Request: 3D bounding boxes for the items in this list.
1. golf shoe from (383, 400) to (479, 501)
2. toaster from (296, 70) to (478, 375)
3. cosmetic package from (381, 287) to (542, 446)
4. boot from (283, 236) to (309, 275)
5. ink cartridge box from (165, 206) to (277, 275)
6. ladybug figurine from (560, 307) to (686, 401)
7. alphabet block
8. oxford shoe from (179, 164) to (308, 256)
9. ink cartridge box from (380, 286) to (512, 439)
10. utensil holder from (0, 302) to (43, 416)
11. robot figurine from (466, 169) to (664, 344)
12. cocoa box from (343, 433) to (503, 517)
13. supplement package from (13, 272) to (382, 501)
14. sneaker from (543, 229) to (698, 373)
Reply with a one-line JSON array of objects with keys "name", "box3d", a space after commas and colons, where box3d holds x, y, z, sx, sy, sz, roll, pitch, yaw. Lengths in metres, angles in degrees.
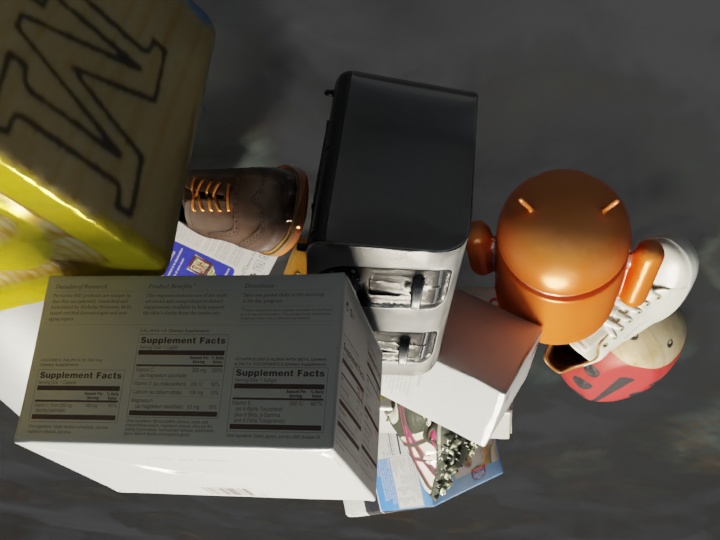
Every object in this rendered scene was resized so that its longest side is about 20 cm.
[{"name": "golf shoe", "box3d": [0.071, 0.155, 0.932, 0.087, 0.077, 0.201, 31, 152, 22]}, {"name": "toaster", "box3d": [0.019, -0.037, 0.739, 0.117, 0.202, 0.182, 7, 145, 0]}, {"name": "cosmetic package", "box3d": [0.048, 0.060, 0.836, 0.198, 0.102, 0.075, 27, 131, 17]}, {"name": "boot", "box3d": [0.000, 0.000, 0.935, 0.143, 0.071, 0.203, 31, 123, 9]}, {"name": "ink cartridge box", "box3d": [-0.169, -0.032, 0.880, 0.199, 0.096, 0.037, 26, -175, -37]}, {"name": "ladybug figurine", "box3d": [0.287, 0.095, 1.061, 0.134, 0.073, 0.201, 8, 153, -6]}, {"name": "alphabet block", "box3d": [-0.233, -0.111, 0.619, 0.193, 0.203, 0.196, -12, 148, 31]}, {"name": "oxford shoe", "box3d": [-0.105, -0.051, 0.771, 0.072, 0.073, 0.199, 8, 175, -30]}, {"name": "ink cartridge box", "box3d": [0.068, 0.097, 1.027, 0.197, 0.147, 0.088, 2, 153, 8]}, {"name": "utensil holder", "box3d": [-0.280, 0.066, 0.902, 0.168, 0.171, 0.201, -12, 132, 32]}, {"name": "robot figurine", "box3d": [0.176, -0.010, 0.831, 0.144, 0.116, 0.201, 44, 166, 25]}, {"name": "cocoa box", "box3d": [0.074, 0.220, 1.205, 0.130, 0.135, 0.199, -15, 173, 33]}, {"name": "supplement package", "box3d": [-0.094, 0.082, 0.634, 0.197, 0.113, 0.156, 0, 157, 11]}, {"name": "sneaker", "box3d": [0.247, 0.043, 0.916, 0.073, 0.084, 0.201, 44, 139, 10]}]
